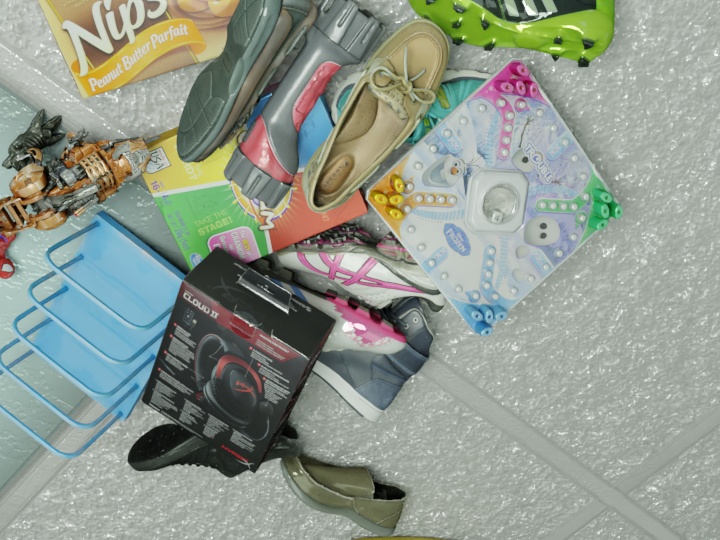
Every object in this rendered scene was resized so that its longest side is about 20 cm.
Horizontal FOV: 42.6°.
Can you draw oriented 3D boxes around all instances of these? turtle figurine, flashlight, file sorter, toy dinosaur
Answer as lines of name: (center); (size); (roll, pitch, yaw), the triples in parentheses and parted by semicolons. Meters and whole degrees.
turtle figurine: (0.146, -0.061, 0.984); (0.149, 0.102, 0.200); (33, 120, -25)
flashlight: (-0.050, -0.156, 0.863); (0.201, 0.068, 0.067); (-53, 158, 14)
file sorter: (-0.288, 0.072, 0.970); (0.138, 0.123, 0.201); (36, 116, 3)
toy dinosaur: (-0.296, -0.083, 0.873); (0.196, 0.136, 0.104); (-8, 116, -14)

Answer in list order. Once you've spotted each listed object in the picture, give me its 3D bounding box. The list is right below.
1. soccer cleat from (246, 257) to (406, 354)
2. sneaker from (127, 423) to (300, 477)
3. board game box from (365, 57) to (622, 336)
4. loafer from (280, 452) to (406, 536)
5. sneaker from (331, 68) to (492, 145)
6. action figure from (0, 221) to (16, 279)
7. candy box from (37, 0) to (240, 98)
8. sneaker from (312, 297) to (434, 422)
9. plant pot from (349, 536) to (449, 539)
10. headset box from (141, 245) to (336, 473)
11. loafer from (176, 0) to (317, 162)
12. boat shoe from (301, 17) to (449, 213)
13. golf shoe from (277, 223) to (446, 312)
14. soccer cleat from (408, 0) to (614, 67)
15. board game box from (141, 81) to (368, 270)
soccer cleat: (-0.050, 0.059, 0.989); (0.197, 0.070, 0.088); (24, 92, 5)
sneaker: (-0.182, 0.224, 1.149); (0.197, 0.060, 0.105); (-26, 123, 10)
board game box: (0.137, -0.065, 0.907); (0.199, 0.026, 0.201); (-41, 111, 1)
loafer: (-0.019, 0.278, 1.208); (0.198, 0.075, 0.070); (31, 104, -30)
sneaker: (0.069, -0.150, 0.921); (0.195, 0.080, 0.079); (-3, 124, -6)
action figure: (-0.404, -0.057, 0.914); (0.064, 0.100, 0.202); (-18, 127, 7)
candy box: (-0.182, -0.245, 0.839); (0.196, 0.056, 0.117); (-16, 126, 3)
sneaker: (-0.008, 0.060, 1.058); (0.202, 0.077, 0.146); (40, 102, -19)
plant pot: (0.095, 0.497, 1.297); (0.173, 0.201, 0.203); (-10, 125, -13)
headset box: (-0.124, 0.086, 0.942); (0.147, 0.075, 0.202); (30, 126, 5)
loafer: (-0.104, -0.169, 0.839); (0.062, 0.073, 0.201); (7, 137, -35)
boat shoe: (0.016, -0.136, 0.846); (0.073, 0.063, 0.202); (31, 102, -9)
golf shoe: (0.000, 0.000, 0.978); (0.196, 0.073, 0.094); (5, 113, 23)
soccer cleat: (0.143, -0.252, 0.876); (0.196, 0.082, 0.068); (15, 157, 5)
board game box: (-0.109, -0.095, 0.942); (0.197, 0.040, 0.155); (-22, 113, 7)
